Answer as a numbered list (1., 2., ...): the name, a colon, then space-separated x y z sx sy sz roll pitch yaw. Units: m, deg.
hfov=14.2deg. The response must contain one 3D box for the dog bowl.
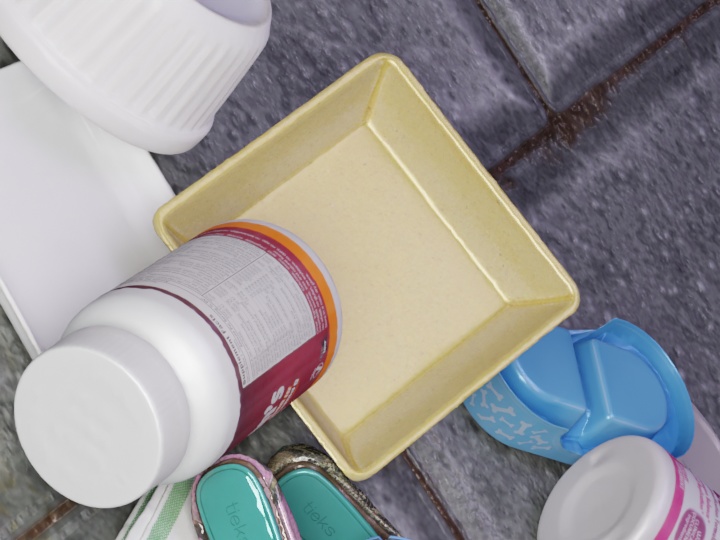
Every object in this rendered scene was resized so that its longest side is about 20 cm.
1. dog bowl: 0.143 0.081 1.981 0.200 0.050 0.112 18 48 -37

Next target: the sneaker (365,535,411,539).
1. sneaker: 0.036 0.248 1.638 0.083 0.071 0.200 -5 84 -71

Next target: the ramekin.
1. ramekin: -0.140 -0.174 1.735 0.202 0.094 0.203 41 22 -21

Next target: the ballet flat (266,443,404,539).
1. ballet flat: 0.014 0.180 1.725 0.200 0.068 0.075 51 11 -8

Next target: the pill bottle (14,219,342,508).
1. pill bottle: -0.098 0.051 1.573 0.110 0.109 0.200 57 33 -2

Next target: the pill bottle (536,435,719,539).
1. pill bottle: 0.222 0.208 1.941 0.200 0.113 0.114 39 36 -30

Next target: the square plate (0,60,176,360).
1. square plate: -0.170 -0.026 1.668 0.198 0.028 0.200 59 31 0

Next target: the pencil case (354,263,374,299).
1. pencil case: 0.014 -0.001 1.857 0.089 0.088 0.200 57 32 -2

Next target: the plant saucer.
1. plant saucer: 0.000 0.000 1.738 0.200 0.048 0.200 -37 88 -26

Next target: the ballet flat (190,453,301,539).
1. ballet flat: -0.040 0.196 1.586 0.071 0.069 0.200 29 39 -70

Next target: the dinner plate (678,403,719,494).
1. dinner plate: 0.230 0.149 2.092 0.200 0.024 0.201 34 39 -33

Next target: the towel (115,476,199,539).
1. towel: -0.065 0.206 1.623 0.200 0.031 0.149 51 33 -16
